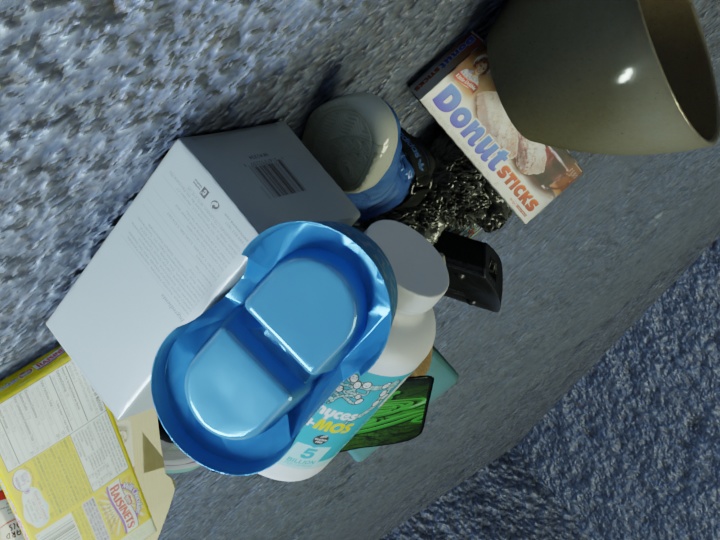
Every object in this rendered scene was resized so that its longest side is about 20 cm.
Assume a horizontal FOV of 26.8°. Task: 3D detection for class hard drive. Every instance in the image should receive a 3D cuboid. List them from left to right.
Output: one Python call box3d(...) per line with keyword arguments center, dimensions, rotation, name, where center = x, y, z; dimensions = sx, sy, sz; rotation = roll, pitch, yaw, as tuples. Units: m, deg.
box3d(center=(0.082, -0.007, 1.528), dimensions=(0.200, 0.134, 0.043), rotation=(52, 57, -76), name="hard drive")

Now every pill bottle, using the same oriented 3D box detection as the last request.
box3d(center=(-0.020, 0.054, 1.087), dimensions=(0.111, 0.111, 0.200), rotation=(-20, 155, -52), name="pill bottle")

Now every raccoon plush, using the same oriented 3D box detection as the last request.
box3d(center=(0.071, -0.106, 1.349), dimensions=(0.133, 0.097, 0.201), rotation=(-14, 128, -35), name="raccoon plush")

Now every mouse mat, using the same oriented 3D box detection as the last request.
box3d(center=(-0.037, 0.136, 1.313), dimensions=(0.199, 0.008, 0.161), rotation=(-10, 155, -7), name="mouse mat")

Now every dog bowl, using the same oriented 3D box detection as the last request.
box3d(center=(-0.054, 0.047, 1.001), dimensions=(0.200, 0.111, 0.050), rotation=(-47, 176, 24), name="dog bowl")

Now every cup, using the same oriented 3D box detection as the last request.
box3d(center=(0.186, -0.175, 1.212), dimensions=(0.143, 0.202, 0.200), rotation=(-17, 176, 25), name="cup")

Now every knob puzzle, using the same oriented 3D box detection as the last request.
box3d(center=(-0.246, 0.206, 1.256), dimensions=(0.219, 0.030, 0.221), rotation=(-14, 112, -36), name="knob puzzle")

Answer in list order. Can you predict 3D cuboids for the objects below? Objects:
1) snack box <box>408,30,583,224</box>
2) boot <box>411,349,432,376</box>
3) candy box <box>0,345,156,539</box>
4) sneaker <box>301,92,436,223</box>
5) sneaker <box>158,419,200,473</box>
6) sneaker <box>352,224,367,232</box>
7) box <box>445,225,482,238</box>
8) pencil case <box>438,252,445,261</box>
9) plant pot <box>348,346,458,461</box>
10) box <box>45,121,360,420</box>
box3d(center=(0.119, -0.119, 1.293), dimensions=(0.072, 0.024, 0.200), rotation=(-41, 135, 5), name="snack box")
box3d(center=(-0.025, 0.066, 1.328), dimensions=(0.143, 0.071, 0.201), rotation=(-1, -176, 21), name="boot")
box3d(center=(-0.235, 0.160, 1.204), dimensions=(0.102, 0.026, 0.201), rotation=(-34, 128, -28), name="candy box")
box3d(center=(0.014, -0.092, 1.182), dimensions=(0.111, 0.077, 0.200), rotation=(-25, 165, -26), name="sneaker")
box3d(center=(-0.107, 0.125, 1.340), dimensions=(0.199, 0.078, 0.140), rotation=(-15, 160, -9), name="sneaker")
box3d(center=(-0.064, 0.021, 1.189), dimensions=(0.060, 0.105, 0.199), rotation=(16, 166, -40), name="sneaker")
box3d(center=(0.118, -0.089, 1.537), dimensions=(0.137, 0.040, 0.200), rotation=(-41, 165, 0), name="box")
box3d(center=(0.000, 0.000, 1.273), dimensions=(0.089, 0.078, 0.200), rotation=(-23, -169, -18), name="pencil case")
box3d(center=(-0.013, 0.076, 1.522), dimensions=(0.141, 0.141, 0.200), rotation=(-40, 156, -1), name="plant pot")
box3d(center=(-0.116, -0.001, 1.099), dimensions=(0.200, 0.098, 0.124), rotation=(-49, 163, 30), name="box")
